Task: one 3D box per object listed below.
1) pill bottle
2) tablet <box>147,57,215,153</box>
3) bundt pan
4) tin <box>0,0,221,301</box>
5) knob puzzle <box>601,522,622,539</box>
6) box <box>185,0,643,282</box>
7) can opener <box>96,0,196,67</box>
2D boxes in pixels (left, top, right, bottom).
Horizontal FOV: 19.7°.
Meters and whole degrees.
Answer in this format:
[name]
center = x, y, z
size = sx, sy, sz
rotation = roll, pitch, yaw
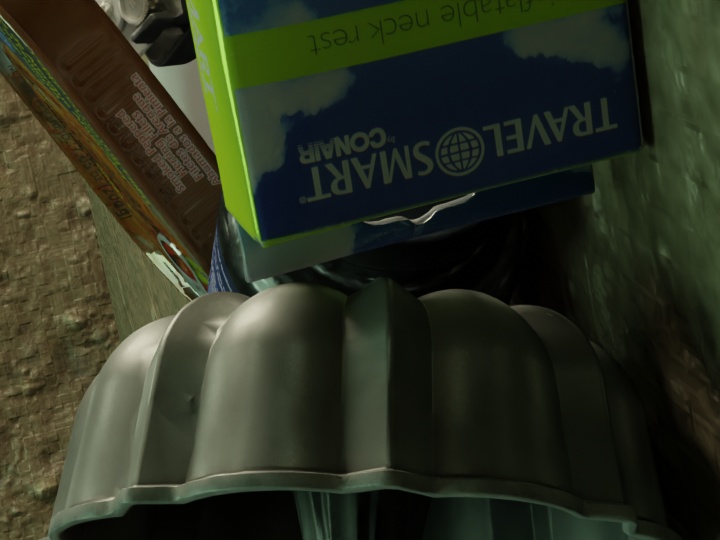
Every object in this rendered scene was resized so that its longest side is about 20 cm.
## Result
[pill bottle]
center = 0.000, 0.000, 0.764
size = 0.200, 0.112, 0.112
rotation = 104, 150, -61
[tablet]
center = -0.033, -0.086, 0.882
size = 0.200, 0.014, 0.130
rotation = 6, 111, 52
[bundt pan]
center = 0.002, 0.058, 0.657
size = 0.202, 0.202, 0.076
rotation = 107, 166, -69
[tin]
center = -0.102, -0.058, 0.882
size = 0.200, 0.042, 0.112
rotation = 53, 172, -20
[knob puzzle]
center = 0.070, 0.113, 0.780
size = 0.220, 0.030, 0.220
rotation = 166, 90, -79
[box]
center = 0.009, -0.097, 0.582
size = 0.048, 0.122, 0.200
rotation = -132, 30, -66
[can opener]
center = -0.047, -0.152, 0.816
size = 0.200, 0.066, 0.053
rotation = -41, 69, 44
